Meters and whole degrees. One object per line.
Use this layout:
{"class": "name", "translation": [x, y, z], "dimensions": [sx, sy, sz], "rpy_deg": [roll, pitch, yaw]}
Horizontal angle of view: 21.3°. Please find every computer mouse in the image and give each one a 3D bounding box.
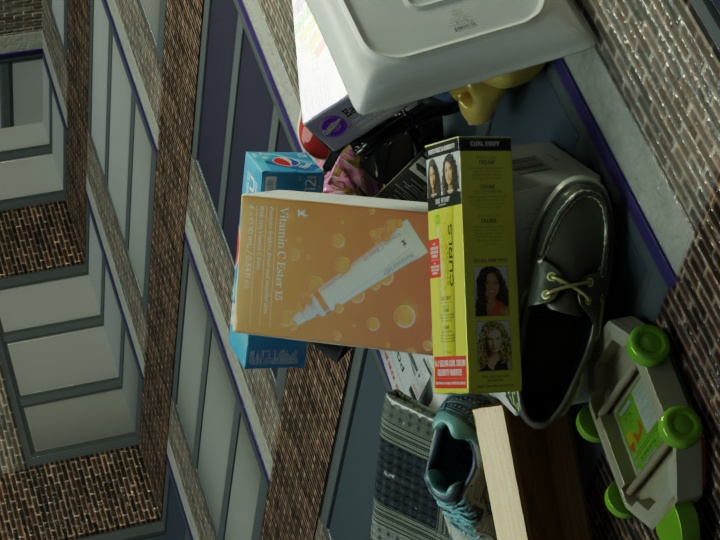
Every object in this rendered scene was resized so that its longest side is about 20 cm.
{"class": "computer mouse", "translation": [0.024, -0.108, 1.834], "dimensions": [0.046, 0.140, 0.200], "rpy_deg": [63, 161, 6]}

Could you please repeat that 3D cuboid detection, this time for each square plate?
{"class": "square plate", "translation": [0.060, -0.224, 1.520], "dimensions": [0.028, 0.199, 0.198], "rpy_deg": [84, 166, -51]}

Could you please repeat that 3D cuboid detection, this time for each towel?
{"class": "towel", "translation": [0.101, 0.219, 1.792], "dimensions": [0.200, 0.035, 0.193], "rpy_deg": [24, 129, 26]}

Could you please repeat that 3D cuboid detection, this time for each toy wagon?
{"class": "toy wagon", "translation": [0.224, 0.139, 1.479], "dimensions": [0.155, 0.039, 0.200], "rpy_deg": [110, 146, -60]}

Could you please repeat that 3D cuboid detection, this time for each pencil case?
{"class": "pencil case", "translation": [-0.020, -0.082, 1.954], "dimensions": [0.083, 0.086, 0.200], "rpy_deg": [-52, 11, 27]}

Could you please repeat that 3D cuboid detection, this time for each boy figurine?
{"class": "boy figurine", "translation": [0.099, -0.189, 1.653], "dimensions": [0.200, 0.064, 0.125], "rpy_deg": [179, 81, -72]}

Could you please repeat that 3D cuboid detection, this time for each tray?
{"class": "tray", "translation": [0.154, 0.208, 1.643], "dimensions": [0.037, 0.099, 0.201], "rpy_deg": [-10, 89, 39]}

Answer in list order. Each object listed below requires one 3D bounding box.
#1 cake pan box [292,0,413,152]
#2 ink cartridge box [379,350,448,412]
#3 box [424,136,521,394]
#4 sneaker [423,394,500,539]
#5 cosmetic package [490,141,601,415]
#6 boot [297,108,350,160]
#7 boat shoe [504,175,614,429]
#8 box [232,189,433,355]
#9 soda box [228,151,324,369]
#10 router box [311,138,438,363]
{"class": "cake pan box", "translation": [0.028, -0.223, 1.633], "dimensions": [0.052, 0.184, 0.200], "rpy_deg": [40, -147, -40]}
{"class": "ink cartridge box", "translation": [0.086, 0.067, 1.814], "dimensions": [0.200, 0.083, 0.147], "rpy_deg": [111, 144, -59]}
{"class": "box", "translation": [0.088, -0.003, 1.509], "dimensions": [0.075, 0.050, 0.201], "rpy_deg": [174, 94, -69]}
{"class": "sneaker", "translation": [0.087, 0.190, 1.698], "dimensions": [0.077, 0.086, 0.201], "rpy_deg": [15, 123, 31]}
{"class": "cosmetic package", "translation": [0.142, 0.006, 1.590], "dimensions": [0.108, 0.085, 0.201], "rpy_deg": [-133, 36, -60]}
{"class": "boot", "translation": [-0.007, -0.181, 1.771], "dimensions": [0.200, 0.072, 0.144], "rpy_deg": [-57, -1, 19]}
{"class": "boat shoe", "translation": [0.160, 0.027, 1.506], "dimensions": [0.060, 0.072, 0.202], "rpy_deg": [-100, 22, -73]}
{"class": "box", "translation": [0.000, 0.000, 1.673], "dimensions": [0.097, 0.199, 0.125], "rpy_deg": [-15, -70, -71]}
{"class": "soda box", "translation": [-0.082, -0.009, 1.832], "dimensions": [0.068, 0.064, 0.201], "rpy_deg": [-130, 44, -63]}
{"class": "router box", "translation": [0.023, -0.016, 1.847], "dimensions": [0.052, 0.157, 0.200], "rpy_deg": [39, 151, 10]}
